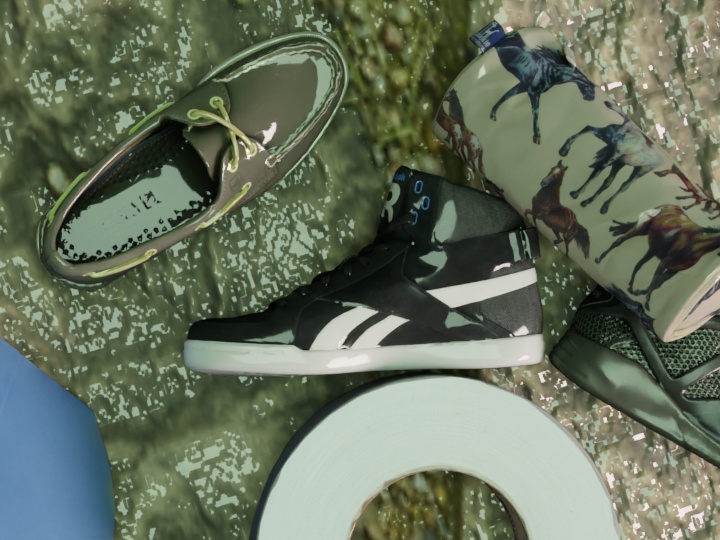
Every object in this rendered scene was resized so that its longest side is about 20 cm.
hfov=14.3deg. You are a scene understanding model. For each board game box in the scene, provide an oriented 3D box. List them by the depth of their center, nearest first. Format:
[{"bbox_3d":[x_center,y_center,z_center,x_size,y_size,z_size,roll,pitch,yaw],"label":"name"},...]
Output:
[{"bbox_3d":[-0.213,0.111,1.503,0.200,0.039,0.159,42,46,-34],"label":"board game box"}]

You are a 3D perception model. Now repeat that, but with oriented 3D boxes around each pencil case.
[{"bbox_3d":[0.130,-0.048,1.521,0.200,0.078,0.090,44,102,21],"label":"pencil case"}]

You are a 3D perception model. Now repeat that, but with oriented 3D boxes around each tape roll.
[{"bbox_3d":[0.039,0.156,1.555,0.199,0.066,0.201,0,89,-5],"label":"tape roll"}]

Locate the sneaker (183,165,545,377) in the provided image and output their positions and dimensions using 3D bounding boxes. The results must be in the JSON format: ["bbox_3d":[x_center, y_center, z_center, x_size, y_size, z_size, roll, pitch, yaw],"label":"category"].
[{"bbox_3d":[0.000,0.000,1.554,0.199,0.073,0.113,-2,87,-13],"label":"sneaker"}]

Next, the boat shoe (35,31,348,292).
[{"bbox_3d":[-0.088,-0.059,1.545,0.201,0.060,0.072,-37,93,-4],"label":"boat shoe"}]

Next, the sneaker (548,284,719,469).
[{"bbox_3d":[0.214,0.055,1.565,0.199,0.076,0.115,32,94,1],"label":"sneaker"}]
